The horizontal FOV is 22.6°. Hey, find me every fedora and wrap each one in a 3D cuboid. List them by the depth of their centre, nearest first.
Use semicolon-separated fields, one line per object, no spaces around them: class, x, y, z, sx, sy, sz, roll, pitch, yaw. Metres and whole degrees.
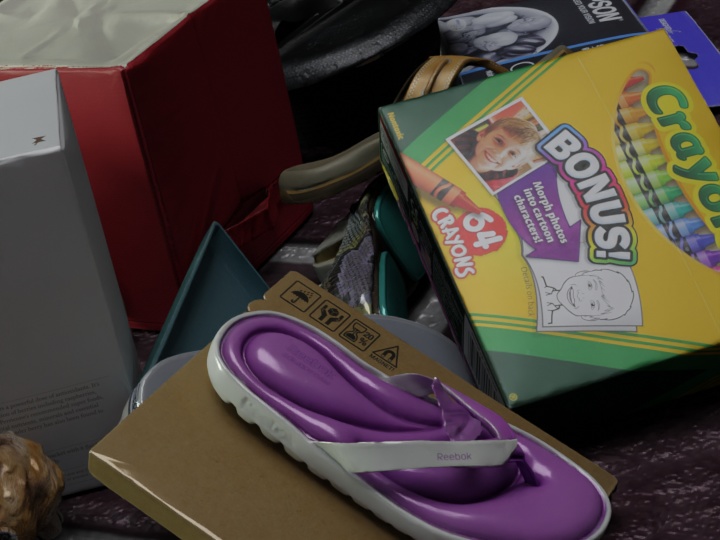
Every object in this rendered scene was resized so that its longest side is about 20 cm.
fedora;-0.008;-0.155;1.329;0.200;0.092;0.201;-15;31;9

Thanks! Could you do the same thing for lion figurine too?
lion figurine;-0.227;0.150;0.874;0.200;0.073;0.122;-26;28;-21

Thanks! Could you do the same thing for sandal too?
sandal;0.021;0.072;0.820;0.202;0.050;0.083;24;45;9
sandal;0.037;-0.098;1.094;0.200;0.054;0.080;-23;4;1

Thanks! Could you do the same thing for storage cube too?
storage cube;-0.155;-0.084;1.166;0.200;0.180;0.171;3;31;28

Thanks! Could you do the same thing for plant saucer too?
plant saucer;-0.088;0.047;1.022;0.019;0.070;0.200;-28;22;23

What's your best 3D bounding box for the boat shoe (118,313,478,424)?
boat shoe;-0.034;0.073;0.939;0.200;0.071;0.070;-9;-22;-32

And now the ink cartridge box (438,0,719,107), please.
ink cartridge box;0.166;-0.156;1.321;0.199;0.043;0.198;-11;27;-1

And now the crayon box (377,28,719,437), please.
crayon box;0.123;-0.021;0.973;0.172;0.058;0.200;-17;60;-8

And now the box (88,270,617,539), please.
box;-0.001;0.097;0.842;0.200;0.021;0.163;33;47;16

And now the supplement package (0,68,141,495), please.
supplement package;-0.195;0.012;0.977;0.121;0.200;0.120;-13;28;-4

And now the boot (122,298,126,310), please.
boot;-0.258;0.015;1.114;0.155;0.200;0.073;-41;25;44

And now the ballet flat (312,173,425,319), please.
ballet flat;0.000;0.000;1.072;0.072;0.072;0.200;-6;27;11
